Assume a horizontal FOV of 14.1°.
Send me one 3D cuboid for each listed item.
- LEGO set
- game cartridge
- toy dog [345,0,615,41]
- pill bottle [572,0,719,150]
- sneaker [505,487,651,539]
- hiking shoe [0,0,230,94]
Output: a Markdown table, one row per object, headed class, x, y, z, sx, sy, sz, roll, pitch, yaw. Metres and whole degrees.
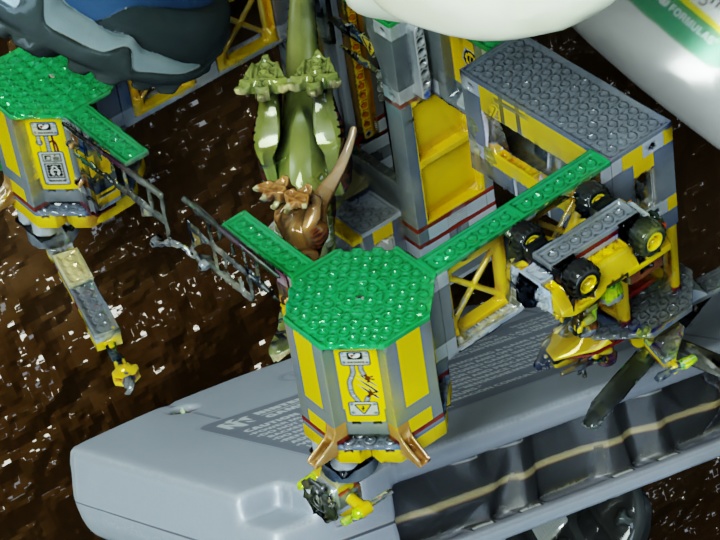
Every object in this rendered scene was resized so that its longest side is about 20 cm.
| class | x | y | z | sx | sy | sz | roll | pitch | yaw |
| --- | --- | --- | --- | --- | --- | --- | --- | --- | --- |
| LEGO set | 0.000 | 0.000 | 0.786 | 0.154 | 0.200 | 0.116 | -38 | 138 | -30 |
| game cartridge | 0.024 | 0.045 | 0.852 | 0.200 | 0.133 | 0.041 | -17 | 107 | -31 |
| toy dog | 0.072 | -0.147 | 0.706 | 0.200 | 0.194 | 0.140 | -19 | 122 | 0 |
| pill bottle | 0.156 | -0.124 | 0.830 | 0.113 | 0.113 | 0.200 | 28 | 105 | -41 |
| sneaker | 0.015 | 0.118 | 0.943 | 0.200 | 0.067 | 0.090 | -33 | 164 | 14 |
| hiking shoe | -0.094 | -0.117 | 0.700 | 0.200 | 0.074 | 0.087 | 37 | 95 | -34 |
